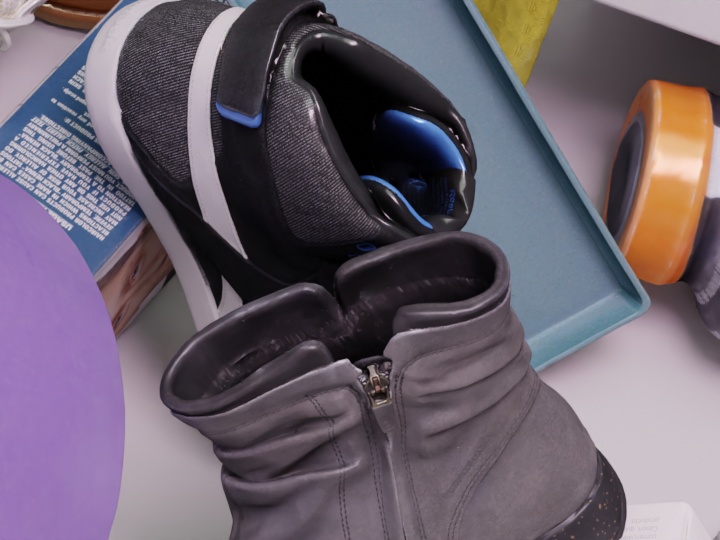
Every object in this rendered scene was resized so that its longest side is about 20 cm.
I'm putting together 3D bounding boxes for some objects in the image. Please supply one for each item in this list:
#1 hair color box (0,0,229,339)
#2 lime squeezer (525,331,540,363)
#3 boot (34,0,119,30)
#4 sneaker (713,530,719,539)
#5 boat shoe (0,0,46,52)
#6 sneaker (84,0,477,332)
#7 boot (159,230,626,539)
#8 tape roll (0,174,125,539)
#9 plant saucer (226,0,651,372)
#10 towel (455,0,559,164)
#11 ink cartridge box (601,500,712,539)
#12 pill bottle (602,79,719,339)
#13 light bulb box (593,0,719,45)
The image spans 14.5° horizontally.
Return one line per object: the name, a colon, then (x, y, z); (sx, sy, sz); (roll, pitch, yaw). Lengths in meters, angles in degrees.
hair color box: (-0.082, -0.034, 0.968); (0.060, 0.100, 0.200); (35, 55, 7)
lime squeezer: (0.027, -0.059, 1.052); (0.070, 0.038, 0.200); (4, 55, -11)
boot: (-0.116, -0.169, 1.018); (0.200, 0.155, 0.074); (13, 54, -5)
sneaker: (0.148, 0.165, 0.917); (0.099, 0.078, 0.200); (27, 43, -25)
boat shoe: (-0.141, -0.099, 0.986); (0.200, 0.071, 0.069); (-13, 70, 23)
sneaker: (0.000, 0.000, 0.897); (0.112, 0.200, 0.073); (6, 51, 42)
boot: (-0.029, 0.069, 0.839); (0.200, 0.132, 0.070); (-32, 42, 2)
tape roll: (-0.173, 0.051, 0.827); (0.085, 0.200, 0.200); (23, 35, -57)
plant saucer: (0.023, -0.049, 0.958); (0.070, 0.200, 0.019); (-29, 25, 8)
towel: (0.034, -0.150, 0.990); (0.023, 0.200, 0.144); (1, 30, -36)
ink cartridge box: (0.044, 0.172, 0.849); (0.116, 0.068, 0.200); (-6, 49, 26)
pill bottle: (0.189, -0.014, 1.018); (0.200, 0.106, 0.106); (12, 54, -6)
light bulb box: (0.187, -0.146, 1.031); (0.198, 0.125, 0.200); (21, 20, 11)
